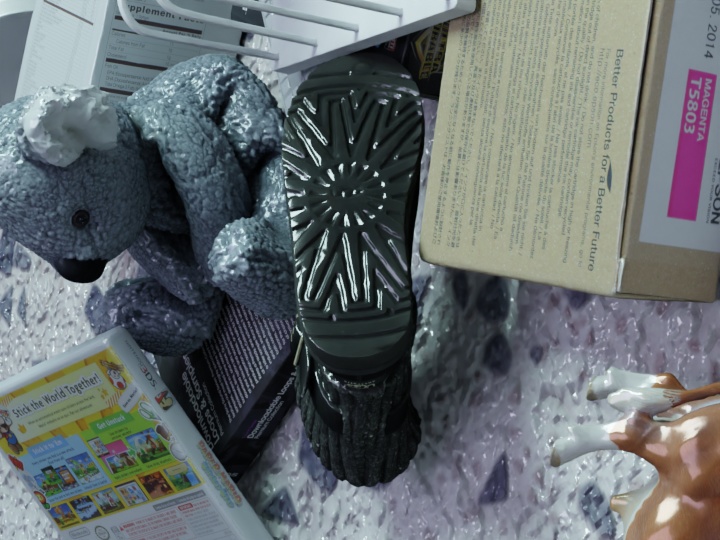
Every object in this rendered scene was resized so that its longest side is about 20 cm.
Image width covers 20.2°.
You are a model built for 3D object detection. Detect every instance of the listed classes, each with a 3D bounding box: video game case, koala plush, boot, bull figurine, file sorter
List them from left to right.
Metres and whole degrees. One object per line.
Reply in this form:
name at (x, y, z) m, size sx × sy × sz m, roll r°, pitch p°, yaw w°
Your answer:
koala plush at (-0.153, -0.056, 1.235) m, size 0.177 × 0.199 × 0.186 m, roll -23°, pitch 66°, yaw 51°
video game case at (-0.160, 0.137, 1.338) m, size 0.199 × 0.023 × 0.183 m, roll -23°, pitch 104°, yaw 51°
file sorter at (-0.039, -0.202, 1.112) m, size 0.199 × 0.124 × 0.140 m, roll -9°, pitch 76°, yaw 58°
boot at (-0.003, 0.001, 1.150) m, size 0.158 × 0.079 × 0.213 m, roll 82°, pitch -170°, yaw -60°
bull figurine at (0.140, 0.144, 0.959) m, size 0.121 × 0.065 × 0.202 m, roll 18°, pitch 93°, yaw 20°

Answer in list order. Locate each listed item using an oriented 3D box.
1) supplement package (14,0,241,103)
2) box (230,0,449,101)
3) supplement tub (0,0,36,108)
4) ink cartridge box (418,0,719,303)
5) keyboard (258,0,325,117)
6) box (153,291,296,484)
supplement package at (-0.156, -0.158, 1.387) m, size 0.114 × 0.109 × 0.202 m, roll 30°, pitch 110°, yaw 52°
box at (0.006, -0.224, 1.224) m, size 0.198 × 0.049 × 0.202 m, roll 28°, pitch 110°, yaw 50°
supplement tub at (-0.278, -0.228, 1.535) m, size 0.145 × 0.144 × 0.201 m, roll -49°, pitch 48°, yaw 38°
ink cartridge box at (0.116, -0.091, 1.032) m, size 0.164 × 0.075 × 0.202 m, roll 12°, pitch 94°, yaw 54°
keyboard at (-0.047, -0.173, 1.245) m, size 0.056 × 0.011 × 0.202 m, roll -39°, pitch 57°, yaw 46°
box at (-0.070, 0.022, 1.307) m, size 0.200 × 0.036 × 0.144 m, roll -53°, pitch 45°, yaw 33°
